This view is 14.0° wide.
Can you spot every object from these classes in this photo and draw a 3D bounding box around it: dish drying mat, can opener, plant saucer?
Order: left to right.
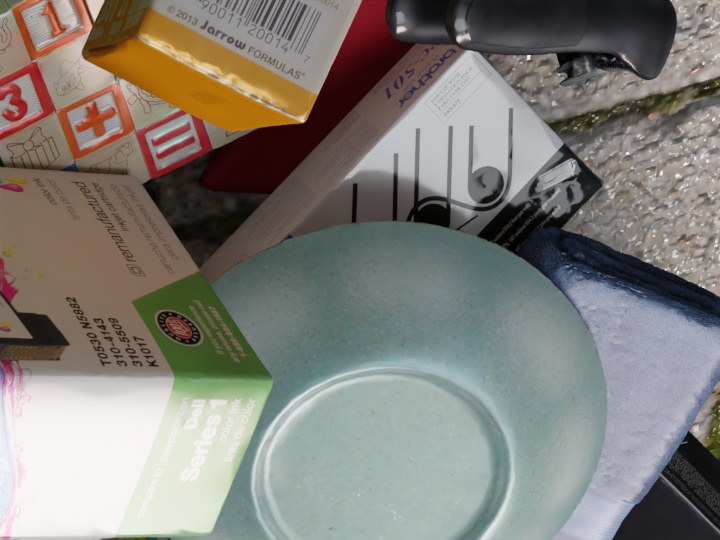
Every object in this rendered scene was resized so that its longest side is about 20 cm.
[{"bbox_3d":[0.006,-0.098,1.267,0.077,0.018,0.200,2,144,-35],"label":"dish drying mat"},{"bbox_3d":[0.007,0.075,1.218,0.201,0.039,0.201,-3,121,-5],"label":"plant saucer"},{"bbox_3d":[0.071,-0.109,1.213,0.200,0.063,0.079,-13,101,-54],"label":"can opener"}]

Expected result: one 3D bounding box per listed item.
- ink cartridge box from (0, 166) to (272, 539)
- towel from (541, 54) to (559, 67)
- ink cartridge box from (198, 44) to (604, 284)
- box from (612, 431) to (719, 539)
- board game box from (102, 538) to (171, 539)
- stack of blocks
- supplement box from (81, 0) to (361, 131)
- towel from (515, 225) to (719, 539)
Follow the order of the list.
[{"bbox_3d":[-0.158,0.029,1.132,0.200,0.145,0.084,3,124,-34],"label":"ink cartridge box"},{"bbox_3d":[0.088,-0.196,1.276,0.193,0.035,0.200,-48,138,15],"label":"towel"},{"bbox_3d":[0.000,0.000,1.252,0.200,0.044,0.094,-46,117,0],"label":"ink cartridge box"},{"bbox_3d":[0.087,0.159,1.439,0.200,0.123,0.198,-46,178,8],"label":"box"},{"bbox_3d":[-0.069,0.129,1.390,0.103,0.105,0.200,11,118,-37],"label":"board game box"},{"bbox_3d":[-0.148,-0.073,1.201,0.200,0.059,0.115,-28,136,-10],"label":"stack of blocks"},{"bbox_3d":[-0.024,-0.157,1.104,0.073,0.126,0.200,27,84,-14],"label":"supplement box"},{"bbox_3d":[0.073,0.076,1.277,0.112,0.049,0.200,23,116,-20],"label":"towel"}]
